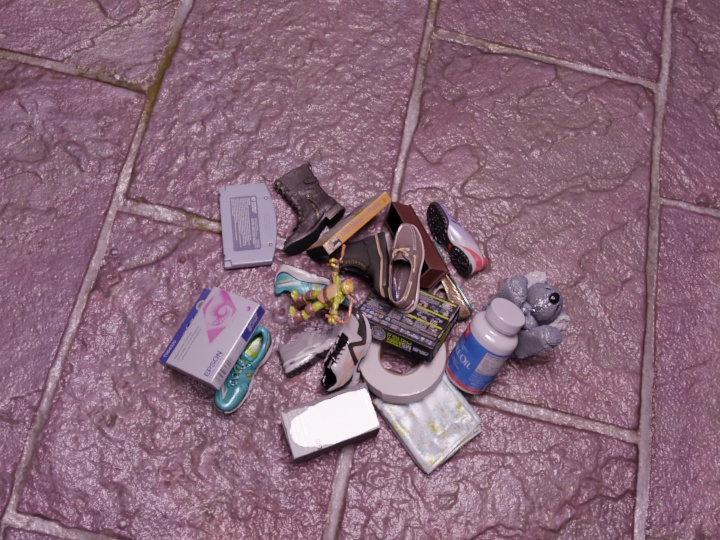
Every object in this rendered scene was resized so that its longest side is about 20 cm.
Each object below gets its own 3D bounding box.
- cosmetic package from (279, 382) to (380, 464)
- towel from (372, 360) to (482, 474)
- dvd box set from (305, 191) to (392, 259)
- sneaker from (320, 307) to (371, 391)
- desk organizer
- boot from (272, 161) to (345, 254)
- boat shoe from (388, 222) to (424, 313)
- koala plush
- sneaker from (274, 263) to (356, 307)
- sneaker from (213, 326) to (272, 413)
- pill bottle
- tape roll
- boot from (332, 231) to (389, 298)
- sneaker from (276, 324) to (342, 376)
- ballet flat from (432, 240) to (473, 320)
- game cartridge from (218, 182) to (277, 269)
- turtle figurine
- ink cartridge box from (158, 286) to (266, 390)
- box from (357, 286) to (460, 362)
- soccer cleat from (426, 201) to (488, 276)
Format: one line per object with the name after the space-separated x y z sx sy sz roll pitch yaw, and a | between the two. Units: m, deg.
-0.064 0.325 1.615 0.196 0.091 0.109 -20 70 -9 | cosmetic package
0.149 0.314 1.659 0.170 0.048 0.201 -34 76 -17 | towel
-0.028 -0.102 1.747 0.199 0.146 0.030 -42 100 -18 | dvd box set
-0.033 0.176 1.617 0.079 0.205 0.073 -6 26 -38 | sneaker
0.116 -0.059 1.748 0.076 0.072 0.203 8 47 -50 | desk organizer
-0.149 -0.150 1.802 0.199 0.070 0.174 -39 73 -23 | boot
0.095 -0.013 1.654 0.070 0.059 0.205 -4 71 25 | boat shoe
0.386 0.091 1.725 0.198 0.184 0.179 -29 83 -37 | koala plush
-0.103 0.050 1.732 0.195 0.078 0.082 18 86 8 | sneaker
-0.257 0.207 1.636 0.076 0.080 0.203 25 70 5 | sneaker
0.270 0.160 1.635 0.110 0.202 0.113 19 33 -13 | pill bottle
0.091 0.193 1.671 0.197 0.037 0.207 -3 53 4 | tape roll
0.000 0.000 1.718 0.135 0.079 0.202 -11 33 5 | boot
-0.095 0.151 1.682 0.197 0.075 0.083 -28 71 -16 | sneaker
0.190 0.027 1.764 0.064 0.070 0.203 -29 69 8 | ballet flat
-0.262 -0.105 1.784 0.130 0.042 0.205 -4 70 -11 | game cartridge
-0.074 0.049 1.650 0.158 0.064 0.204 -20 53 22 | turtle figurine
-0.329 0.135 1.636 0.197 0.044 0.199 16 66 32 | ink cartridge box
0.101 0.102 1.677 0.196 0.045 0.161 21 42 19 | box
0.228 -0.080 1.813 0.072 0.069 0.202 -17 66 -36 | soccer cleat
